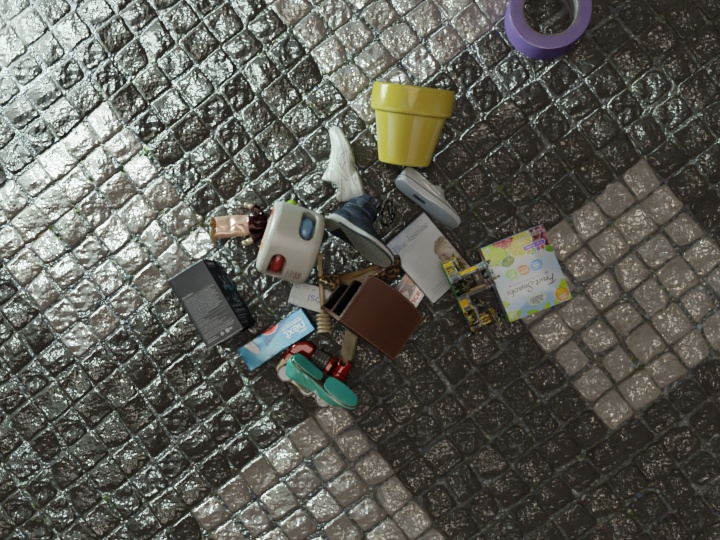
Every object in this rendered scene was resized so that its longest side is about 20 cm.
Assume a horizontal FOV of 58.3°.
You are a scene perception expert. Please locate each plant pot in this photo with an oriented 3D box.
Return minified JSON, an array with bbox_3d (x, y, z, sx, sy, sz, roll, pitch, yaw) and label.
[{"bbox_3d":[0.120,-0.358,1.590,0.201,0.201,0.189,8,105,4],"label":"plant pot"}]

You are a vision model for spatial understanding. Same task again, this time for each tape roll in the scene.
[{"bbox_3d":[0.466,-0.639,1.612,0.200,0.085,0.200,0,89,4],"label":"tape roll"}]

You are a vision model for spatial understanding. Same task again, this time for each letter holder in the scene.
[{"bbox_3d":[0.033,0.099,1.565,0.200,0.101,0.142,38,85,-31],"label":"letter holder"}]

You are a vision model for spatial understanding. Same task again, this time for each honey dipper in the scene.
[{"bbox_3d":[-0.098,0.055,1.611,0.038,0.038,0.200,-6,83,4],"label":"honey dipper"}]

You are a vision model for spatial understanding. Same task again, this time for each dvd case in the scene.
[{"bbox_3d":[0.173,-0.034,1.646,0.143,0.018,0.200,-41,93,-6],"label":"dvd case"}]

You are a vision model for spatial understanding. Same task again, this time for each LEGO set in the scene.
[{"bbox_3d":[0.287,0.045,1.579,0.116,0.154,0.200,-24,99,5],"label":"LEGO set"}]

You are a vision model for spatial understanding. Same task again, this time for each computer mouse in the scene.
[{"bbox_3d":[0.086,-0.086,1.664,0.059,0.034,0.200,-13,89,5],"label":"computer mouse"}]

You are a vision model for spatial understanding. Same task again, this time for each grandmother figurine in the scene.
[{"bbox_3d":[-0.287,-0.120,1.679,0.200,0.061,0.121,-3,83,1],"label":"grandmother figurine"}]

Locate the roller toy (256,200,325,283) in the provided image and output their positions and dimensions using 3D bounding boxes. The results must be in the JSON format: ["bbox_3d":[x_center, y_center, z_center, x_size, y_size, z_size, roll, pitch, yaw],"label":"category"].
[{"bbox_3d":[-0.166,-0.063,1.573,0.140,0.182,0.200,18,97,-12],"label":"roller toy"}]

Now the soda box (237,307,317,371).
[{"bbox_3d":[-0.214,0.176,1.670,0.200,0.064,0.068,-33,88,3],"label":"soda box"}]

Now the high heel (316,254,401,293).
[{"bbox_3d":[0.000,0.000,1.594,0.200,0.071,0.143,12,124,-32],"label":"high heel"}]

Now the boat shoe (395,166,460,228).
[{"bbox_3d":[0.183,-0.190,1.639,0.200,0.074,0.065,40,67,-9],"label":"boat shoe"}]

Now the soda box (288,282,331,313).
[{"bbox_3d":[-0.080,0.082,1.658,0.200,0.068,0.064,17,89,3],"label":"soda box"}]

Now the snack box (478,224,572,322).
[{"bbox_3d":[0.413,0.007,1.625,0.169,0.068,0.200,-22,90,3],"label":"snack box"}]

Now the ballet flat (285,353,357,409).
[{"bbox_3d":[-0.098,0.282,1.566,0.200,0.067,0.070,36,121,4],"label":"ballet flat"}]

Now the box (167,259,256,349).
[{"bbox_3d":[-0.373,0.082,1.638,0.107,0.148,0.200,-32,89,3],"label":"box"}]

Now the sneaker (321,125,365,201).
[{"bbox_3d":[-0.058,-0.269,1.654,0.099,0.078,0.200,-17,88,7],"label":"sneaker"}]

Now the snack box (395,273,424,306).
[{"bbox_3d":[0.094,0.109,1.667,0.072,0.024,0.200,32,92,2],"label":"snack box"}]

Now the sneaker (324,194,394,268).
[{"bbox_3d":[0.032,-0.105,1.602,0.202,0.077,0.146,38,51,12],"label":"sneaker"}]

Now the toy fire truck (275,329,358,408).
[{"bbox_3d":[-0.096,0.225,1.635,0.176,0.129,0.200,33,87,4],"label":"toy fire truck"}]
